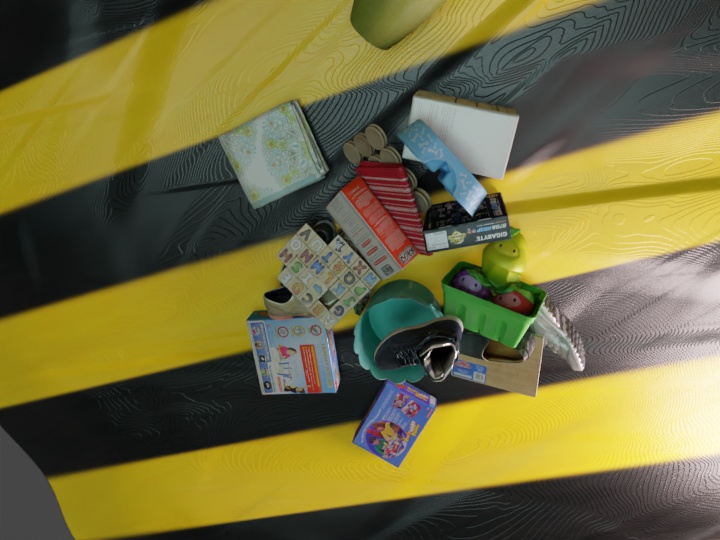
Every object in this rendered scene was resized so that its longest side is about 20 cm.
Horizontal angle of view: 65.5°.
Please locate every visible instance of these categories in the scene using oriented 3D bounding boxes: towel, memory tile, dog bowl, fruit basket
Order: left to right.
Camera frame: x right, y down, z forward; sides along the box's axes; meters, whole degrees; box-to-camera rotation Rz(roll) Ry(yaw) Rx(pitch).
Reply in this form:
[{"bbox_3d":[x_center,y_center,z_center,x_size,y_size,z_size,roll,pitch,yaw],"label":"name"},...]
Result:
[{"bbox_3d":[-0.182,-0.244,1.190,0.196,0.048,0.174,-21,102,17],"label":"towel"},{"bbox_3d":[0.052,-0.192,1.128,0.202,0.017,0.153,54,155,-11],"label":"memory tile"},{"bbox_3d":[0.069,-0.126,1.133,0.143,0.022,0.203,16,136,50],"label":"towel"},{"bbox_3d":[0.148,-0.184,0.992,0.049,0.112,0.200,-42,100,11],"label":"dog bowl"},{"bbox_3d":[0.277,0.020,1.135,0.211,0.155,0.221,12,116,26],"label":"fruit basket"}]

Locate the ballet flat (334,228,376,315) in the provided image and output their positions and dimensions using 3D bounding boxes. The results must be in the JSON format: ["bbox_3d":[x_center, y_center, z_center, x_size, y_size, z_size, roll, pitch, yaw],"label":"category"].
[{"bbox_3d":[0.000,0.000,1.239,0.074,0.068,0.205,-15,105,-1],"label":"ballet flat"}]

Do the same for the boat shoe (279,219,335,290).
[{"bbox_3d":[-0.127,-0.028,1.252,0.068,0.057,0.201,35,113,-4],"label":"boat shoe"}]

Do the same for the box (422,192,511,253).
[{"bbox_3d":[0.204,-0.097,1.086,0.155,0.200,0.047,-10,108,13],"label":"box"}]

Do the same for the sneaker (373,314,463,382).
[{"bbox_3d":[0.104,0.166,1.087,0.199,0.147,0.078,-27,105,20],"label":"sneaker"}]

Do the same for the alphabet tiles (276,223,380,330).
[{"bbox_3d":[-0.081,0.005,1.208,0.167,0.008,0.200,-43,96,13],"label":"alphabet tiles"}]

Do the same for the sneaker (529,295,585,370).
[{"bbox_3d":[0.413,0.136,1.213,0.081,0.075,0.201,-34,96,36],"label":"sneaker"}]

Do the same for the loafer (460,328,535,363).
[{"bbox_3d":[0.268,0.158,1.196,0.196,0.072,0.074,-3,111,30],"label":"loafer"}]

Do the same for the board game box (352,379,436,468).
[{"bbox_3d":[0.082,0.368,1.366,0.132,0.045,0.203,28,113,0],"label":"board game box"}]

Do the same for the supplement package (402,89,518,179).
[{"bbox_3d":[0.189,-0.263,1.070,0.195,0.118,0.119,14,113,6],"label":"supplement package"}]

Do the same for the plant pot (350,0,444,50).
[{"bbox_3d":[0.071,-0.504,0.987,0.186,0.188,0.200,38,127,-5],"label":"plant pot"}]

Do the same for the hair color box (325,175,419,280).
[{"bbox_3d":[0.023,-0.084,1.164,0.201,0.061,0.101,52,153,-3],"label":"hair color box"}]

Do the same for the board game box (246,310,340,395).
[{"bbox_3d":[-0.158,0.194,1.342,0.191,0.056,0.205,-4,110,12],"label":"board game box"}]

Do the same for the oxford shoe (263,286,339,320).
[{"bbox_3d":[-0.123,0.061,1.256,0.195,0.072,0.074,-14,143,2],"label":"oxford shoe"}]

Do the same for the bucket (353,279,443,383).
[{"bbox_3d":[0.091,0.128,1.226,0.202,0.135,0.212,4,111,10],"label":"bucket"}]

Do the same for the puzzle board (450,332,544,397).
[{"bbox_3d":[0.301,0.191,1.248,0.196,0.017,0.154,11,117,25],"label":"puzzle board"}]
